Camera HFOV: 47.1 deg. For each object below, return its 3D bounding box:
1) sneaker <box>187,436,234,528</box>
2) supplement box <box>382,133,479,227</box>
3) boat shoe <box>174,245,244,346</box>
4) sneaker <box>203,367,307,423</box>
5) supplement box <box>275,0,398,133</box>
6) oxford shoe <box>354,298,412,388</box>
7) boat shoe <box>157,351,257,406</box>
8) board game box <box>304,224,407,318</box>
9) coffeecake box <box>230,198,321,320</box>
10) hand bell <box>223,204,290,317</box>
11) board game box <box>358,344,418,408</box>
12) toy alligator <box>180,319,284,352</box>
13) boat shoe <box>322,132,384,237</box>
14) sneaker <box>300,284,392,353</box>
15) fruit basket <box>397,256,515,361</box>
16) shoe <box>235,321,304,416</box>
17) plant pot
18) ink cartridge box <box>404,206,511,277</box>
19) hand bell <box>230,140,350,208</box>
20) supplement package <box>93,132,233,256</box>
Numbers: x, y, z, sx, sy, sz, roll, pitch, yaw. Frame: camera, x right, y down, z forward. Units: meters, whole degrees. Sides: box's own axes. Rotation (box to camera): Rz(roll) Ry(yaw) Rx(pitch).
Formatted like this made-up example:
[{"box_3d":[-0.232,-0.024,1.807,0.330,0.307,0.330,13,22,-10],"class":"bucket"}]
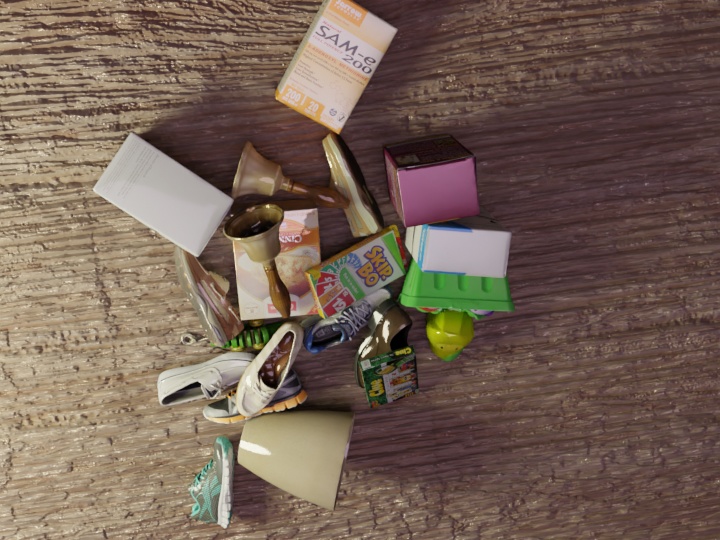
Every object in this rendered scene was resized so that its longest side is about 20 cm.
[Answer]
[{"box_3d":[-0.297,0.421,1.634,0.091,0.078,0.201,4,107,-4],"class":"sneaker"},{"box_3d":[0.117,-0.157,1.405,0.130,0.200,0.104,-9,110,-2],"class":"supplement box"},{"box_3d":[-0.275,0.037,1.501,0.072,0.076,0.201,-27,99,-24],"class":"boat shoe"},{"box_3d":[-0.206,0.238,1.583,0.199,0.078,0.077,-16,98,-5],"class":"sneaker"},{"box_3d":[-0.043,-0.350,1.386,0.126,0.074,0.200,27,104,-15],"class":"supplement box"},{"box_3d":[0.043,0.157,1.553,0.073,0.084,0.200,-20,140,-44],"class":"oxford shoe"},{"box_3d":[-0.284,0.208,1.550,0.199,0.066,0.072,-11,136,-2],"class":"boat shoe"},{"box_3d":[0.000,0.000,1.500,0.200,0.030,0.096,-30,120,-22],"class":"board game box"},{"box_3d":[-0.149,-0.020,1.492,0.153,0.073,0.201,-5,110,-6],"class":"coffeecake box"},{"box_3d":[-0.153,-0.002,1.417,0.104,0.104,0.200,-17,122,0],"class":"hand bell"},{"box_3d":[0.056,0.202,1.553,0.104,0.024,0.200,-16,151,-2],"class":"board game box"},{"box_3d":[-0.239,0.126,1.543,0.199,0.054,0.060,-8,110,-4],"class":"toy alligator"},{"box_3d":[-0.030,-0.145,1.468,0.076,0.072,0.200,-20,110,17],"class":"boat shoe"},{"box_3d":[-0.023,0.097,1.541,0.200,0.085,0.077,-34,110,5],"class":"sneaker"},{"box_3d":[0.172,0.076,1.533,0.215,0.156,0.216,0,92,-6],"class":"fruit basket"},{"box_3d":[-0.170,0.183,1.514,0.070,0.053,0.200,30,94,-9],"class":"shoe"},{"box_3d":[-0.127,0.344,1.581,0.199,0.187,0.188,12,108,3],"class":"plant pot"},{"box_3d":[0.164,-0.058,1.447,0.145,0.200,0.085,3,107,-8],"class":"ink cartridge box"},{"box_3d":[-0.114,-0.144,1.425,0.199,0.104,0.104,17,107,-6],"class":"hand bell"},{"box_3d":[-0.331,-0.126,1.396,0.200,0.117,0.118,33,85,-14],"class":"supplement package"}]
